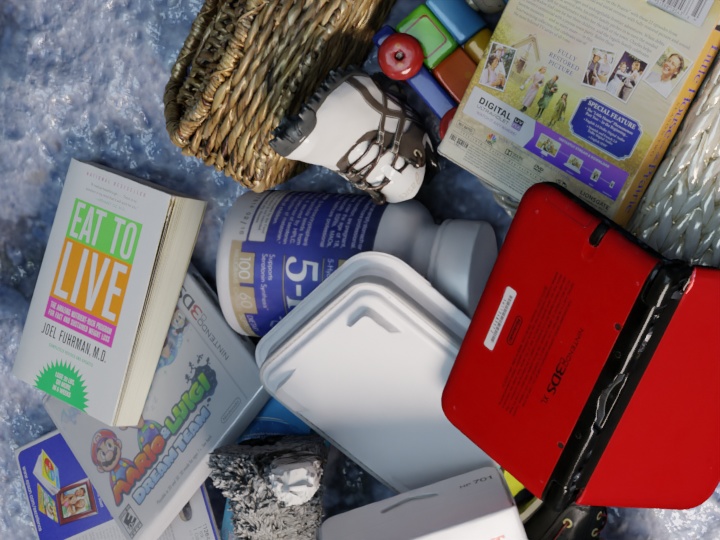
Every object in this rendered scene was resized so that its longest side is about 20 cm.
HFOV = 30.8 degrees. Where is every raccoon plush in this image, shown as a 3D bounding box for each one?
[{"bbox_3d":[-0.068,0.203,0.998,0.097,0.200,0.134,-6,91,1],"label":"raccoon plush"}]

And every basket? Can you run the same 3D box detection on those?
[{"bbox_3d":[0.264,-0.065,0.890,0.123,0.136,0.200,26,112,4],"label":"basket"},{"bbox_3d":[-0.083,-0.179,0.995,0.149,0.143,0.200,34,113,9],"label":"basket"}]

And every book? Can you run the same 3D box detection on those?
[{"bbox_3d":[-0.220,0.016,1.121,0.134,0.048,0.200,20,96,32],"label":"book"}]

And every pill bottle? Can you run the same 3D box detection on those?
[{"bbox_3d":[0.000,0.000,1.023,0.200,0.120,0.120,4,105,20],"label":"pill bottle"}]

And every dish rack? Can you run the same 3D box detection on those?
[{"bbox_3d":[0.029,0.094,0.977,0.200,0.044,0.172,39,127,-12],"label":"dish rack"}]

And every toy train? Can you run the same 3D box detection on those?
[{"bbox_3d":[0.112,-0.130,0.975,0.116,0.085,0.200,-41,87,11],"label":"toy train"}]

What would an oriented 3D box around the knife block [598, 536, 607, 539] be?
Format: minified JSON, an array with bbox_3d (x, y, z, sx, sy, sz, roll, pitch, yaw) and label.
[{"bbox_3d":[0.151,0.290,1.017,0.064,0.200,0.176,45,85,5],"label":"knife block"}]

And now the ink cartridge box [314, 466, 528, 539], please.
[{"bbox_3d":[0.066,0.263,0.938,0.146,0.086,0.200,-19,102,1],"label":"ink cartridge box"}]

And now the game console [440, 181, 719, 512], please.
[{"bbox_3d":[0.173,0.054,0.874,0.172,0.119,0.200,39,126,30],"label":"game console"}]

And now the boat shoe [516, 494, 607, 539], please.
[{"bbox_3d":[0.166,0.187,1.032,0.063,0.074,0.201,44,115,9],"label":"boat shoe"}]

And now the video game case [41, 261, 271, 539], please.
[{"bbox_3d":[-0.176,0.104,1.118,0.200,0.024,0.182,-52,58,17],"label":"video game case"}]

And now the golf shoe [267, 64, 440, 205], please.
[{"bbox_3d":[0.008,-0.093,0.949,0.078,0.200,0.095,-43,81,25],"label":"golf shoe"}]

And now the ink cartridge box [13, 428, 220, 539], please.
[{"bbox_3d":[-0.206,0.219,1.170,0.200,0.047,0.198,-25,74,23],"label":"ink cartridge box"}]

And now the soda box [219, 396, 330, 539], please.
[{"bbox_3d":[-0.072,0.185,1.126,0.064,0.068,0.200,17,109,16],"label":"soda box"}]

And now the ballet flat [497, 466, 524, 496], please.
[{"bbox_3d":[0.131,0.115,1.039,0.067,0.067,0.200,5,106,-11],"label":"ballet flat"}]

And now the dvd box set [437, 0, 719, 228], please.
[{"bbox_3d":[0.151,-0.135,0.871,0.146,0.029,0.200,34,109,30],"label":"dvd box set"}]
